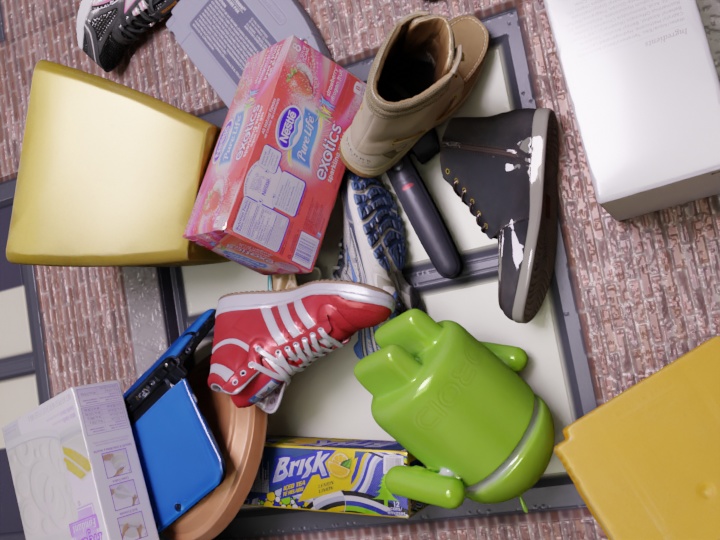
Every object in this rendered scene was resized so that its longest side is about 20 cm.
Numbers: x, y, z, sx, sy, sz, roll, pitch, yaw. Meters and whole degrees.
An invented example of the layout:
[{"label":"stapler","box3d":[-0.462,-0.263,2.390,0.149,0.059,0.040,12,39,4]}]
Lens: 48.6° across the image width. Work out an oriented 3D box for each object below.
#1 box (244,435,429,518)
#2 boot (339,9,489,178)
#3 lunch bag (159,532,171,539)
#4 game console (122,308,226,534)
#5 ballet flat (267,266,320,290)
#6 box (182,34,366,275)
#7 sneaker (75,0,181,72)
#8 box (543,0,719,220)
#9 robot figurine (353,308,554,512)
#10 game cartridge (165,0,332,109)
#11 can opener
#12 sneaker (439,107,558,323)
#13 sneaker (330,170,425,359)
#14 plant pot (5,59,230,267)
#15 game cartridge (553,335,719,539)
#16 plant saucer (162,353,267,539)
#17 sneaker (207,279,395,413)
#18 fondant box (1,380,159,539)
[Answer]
[{"label":"box","box3d":[-0.032,0.206,0.811,0.198,0.070,0.065,-2,86,24]},{"label":"boot","box3d":[0.064,-0.184,0.708,0.073,0.156,0.200,43,73,4]},{"label":"lunch bag","box3d":[-0.184,0.385,0.846,0.169,0.122,0.202,15,100,24]},{"label":"game console","box3d":[-0.201,0.168,0.844,0.118,0.171,0.200,44,121,-8]},{"label":"ballet flat","box3d":[-0.076,-0.013,0.853,0.062,0.069,0.202,-6,88,-5]},{"label":"box","box3d":[-0.080,-0.106,0.768,0.094,0.102,0.202,-3,66,53]},{"label":"sneaker","box3d":[-0.252,-0.318,0.922,0.086,0.080,0.201,35,103,19]},{"label":"box","box3d":[0.232,-0.157,0.664,0.106,0.152,0.202,-15,82,21]},{"label":"robot figurine","box3d":[0.090,0.126,0.715,0.200,0.176,0.116,41,143,-10]},{"label":"game cartridge","box3d":[-0.120,-0.254,0.886,0.133,0.041,0.200,-44,73,20]},{"label":"can opener","box3d":[0.052,-0.084,0.789,0.078,0.063,0.201,-25,78,20]},{"label":"sneaker","box3d":[0.127,-0.052,0.756,0.105,0.075,0.202,2,79,27]},{"label":"sneaker","box3d":[0.000,0.000,0.801,0.085,0.077,0.202,-16,86,31]},{"label":"plant pot","box3d":[-0.227,-0.090,0.850,0.175,0.200,0.202,11,92,12]},{"label":"game cartridge","box3d":[0.285,0.184,0.667,0.175,0.032,0.201,-30,74,-1]},{"label":"plant saucer","box3d":[-0.168,0.181,0.838,0.200,0.032,0.202,-29,48,39]},{"label":"sneaker","box3d":[-0.060,0.074,0.746,0.199,0.071,0.113,-8,60,31]},{"label":"fondant box","box3d":[-0.280,0.229,0.799,0.144,0.058,0.201,-28,75,34]}]
